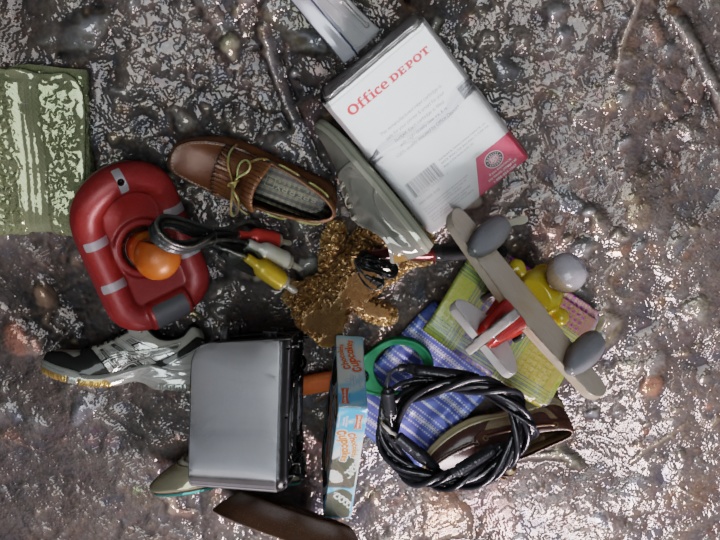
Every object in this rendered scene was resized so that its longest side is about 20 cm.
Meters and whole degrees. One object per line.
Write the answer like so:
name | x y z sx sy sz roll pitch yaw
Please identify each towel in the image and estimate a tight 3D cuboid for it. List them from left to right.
towel | -0.377 -0.134 1.162 0.148 0.037 0.201 0 109 -3
towel | 0.082 0.151 1.299 0.145 0.024 0.200 38 103 -14
towel | 0.191 0.068 1.265 0.200 0.023 0.144 32 91 -14

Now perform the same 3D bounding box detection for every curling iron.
curling iron | 0.083 -0.011 1.198 0.199 0.026 0.050 -8 71 -24

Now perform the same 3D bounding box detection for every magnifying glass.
magnifying glass | -0.006 0.132 1.278 0.199 0.022 0.080 -12 104 5

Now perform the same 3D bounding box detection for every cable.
cable | -0.148 -0.039 1.143 0.050 0.097 0.200 -32 143 28
cable | 0.117 0.198 1.246 0.199 0.051 0.164 7 104 6

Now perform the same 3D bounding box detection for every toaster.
toaster | -0.125 0.163 1.186 0.118 0.181 0.201 1 91 2

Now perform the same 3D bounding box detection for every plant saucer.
plant saucer | -0.084 0.314 1.269 0.200 0.200 0.037 21 79 -11

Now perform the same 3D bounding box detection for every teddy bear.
teddy bear | 0.000 0.000 1.228 0.145 0.067 0.200 29 98 -23

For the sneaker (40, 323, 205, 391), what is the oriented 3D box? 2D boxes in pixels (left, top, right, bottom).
sneaker | -0.285 0.096 1.239 0.199 0.076 0.088 2 93 -8

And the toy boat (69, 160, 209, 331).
toy boat | -0.240 -0.024 1.146 0.130 0.131 0.201 -28 112 -22

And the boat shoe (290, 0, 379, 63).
boat shoe | -0.056 -0.321 1.108 0.065 0.074 0.200 -39 117 4

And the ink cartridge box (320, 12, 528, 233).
ink cartridge box | 0.070 -0.168 1.157 0.145 0.085 0.200 -38 109 9

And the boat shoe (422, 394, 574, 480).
boat shoe | 0.176 0.227 1.298 0.199 0.072 0.072 -22 131 0

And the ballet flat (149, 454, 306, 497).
ballet flat | -0.169 0.244 1.296 0.199 0.070 0.070 -4 109 -8

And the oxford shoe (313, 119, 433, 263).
oxford shoe | 0.003 -0.088 1.154 0.058 0.075 0.200 -39 80 8

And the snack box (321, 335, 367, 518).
snack box | -0.021 0.190 1.224 0.037 0.116 0.201 3 129 -6

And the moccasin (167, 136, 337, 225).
moccasin | -0.123 -0.099 1.170 0.201 0.078 0.074 24 106 -12

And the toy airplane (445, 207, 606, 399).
toy airplane | 0.186 0.032 1.128 0.141 0.200 0.200 -40 128 23
